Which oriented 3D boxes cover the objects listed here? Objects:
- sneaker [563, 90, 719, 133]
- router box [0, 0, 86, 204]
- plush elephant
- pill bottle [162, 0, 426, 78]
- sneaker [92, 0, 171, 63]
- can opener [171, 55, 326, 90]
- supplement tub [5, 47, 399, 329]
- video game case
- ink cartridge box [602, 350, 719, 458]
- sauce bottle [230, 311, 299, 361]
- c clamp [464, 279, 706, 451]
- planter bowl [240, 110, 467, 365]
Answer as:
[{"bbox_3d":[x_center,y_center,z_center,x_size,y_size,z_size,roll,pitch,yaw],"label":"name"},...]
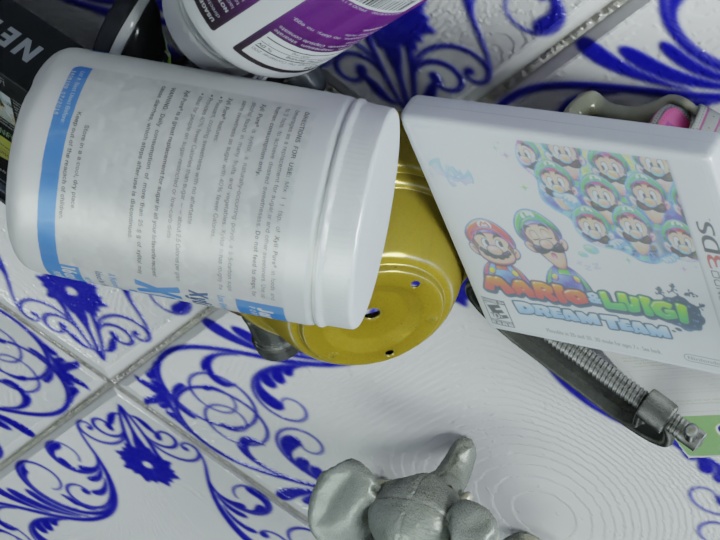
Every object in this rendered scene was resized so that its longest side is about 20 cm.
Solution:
[{"bbox_3d":[0.191,-0.048,1.097,0.199,0.082,0.088,12,145,20],"label":"sneaker"},{"bbox_3d":[-0.245,-0.117,1.280,0.200,0.052,0.158,34,151,24],"label":"router box"},{"bbox_3d":[0.049,0.200,1.472,0.164,0.200,0.155,24,129,17],"label":"plush elephant"},{"bbox_3d":[-0.025,-0.175,1.047,0.112,0.113,0.200,41,144,-20],"label":"pill bottle"},{"bbox_3d":[-0.120,-0.086,1.198,0.082,0.072,0.201,11,131,8],"label":"sneaker"},{"bbox_3d":[-0.101,-0.104,1.249,0.067,0.053,0.200,44,144,-22],"label":"can opener"},{"bbox_3d":[-0.087,-0.047,1.087,0.199,0.132,0.132,11,144,8],"label":"supplement tub"},{"bbox_3d":[0.134,-0.017,1.105,0.199,0.024,0.182,11,142,35],"label":"video game case"},{"bbox_3d":[0.228,0.045,1.230,0.145,0.048,0.200,-7,140,41],"label":"ink cartridge box"},{"bbox_3d":[-0.085,-0.014,1.350,0.064,0.065,0.200,8,144,26],"label":"sauce bottle"},{"bbox_3d":[0.144,0.057,1.253,0.200,0.027,0.171,36,174,19],"label":"c clamp"},{"bbox_3d":[0.000,0.000,1.205,0.199,0.084,0.201,-10,140,-8],"label":"planter bowl"}]
